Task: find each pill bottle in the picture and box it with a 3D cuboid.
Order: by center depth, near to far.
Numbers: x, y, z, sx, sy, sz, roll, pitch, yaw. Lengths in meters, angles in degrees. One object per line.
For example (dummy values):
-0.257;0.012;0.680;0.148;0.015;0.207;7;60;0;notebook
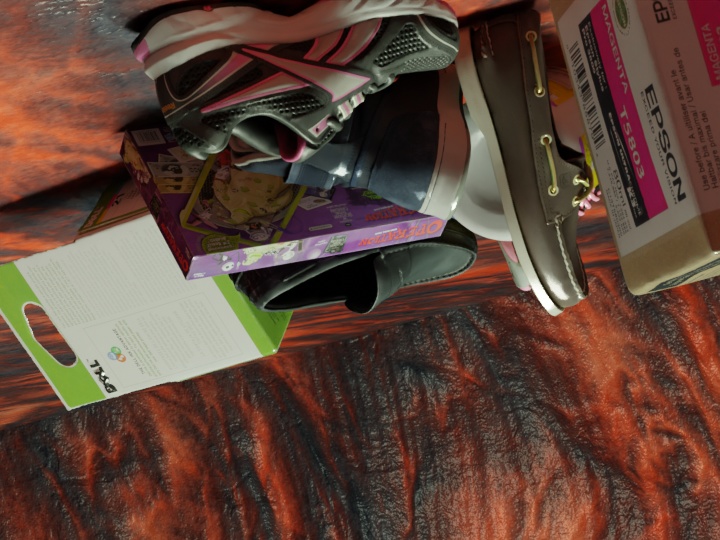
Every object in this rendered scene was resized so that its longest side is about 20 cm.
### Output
0.126;-0.090;1.324;0.104;0.104;0.200;-16;-173;22;pill bottle

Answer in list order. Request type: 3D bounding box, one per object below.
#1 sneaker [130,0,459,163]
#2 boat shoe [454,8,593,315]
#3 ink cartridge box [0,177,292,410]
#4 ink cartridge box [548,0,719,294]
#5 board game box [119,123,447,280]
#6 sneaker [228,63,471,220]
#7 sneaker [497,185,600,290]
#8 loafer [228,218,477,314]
-0.032;-0.104;1.040;0.200;0.086;0.080;-11;175;-28;sneaker
0.116;-0.069;1.186;0.059;0.200;0.072;-17;-169;12;boat shoe
-0.172;0.011;1.413;0.200;0.148;0.076;-16;-151;26;ink cartridge box
0.178;-0.098;1.029;0.075;0.200;0.165;-14;173;-8;ink cartridge box
-0.051;-0.059;1.254;0.200;0.120;0.032;-10;139;-30;board game box
-0.009;-0.102;1.186;0.146;0.077;0.202;12;-161;-6;sneaker
0.156;-0.065;1.450;0.095;0.079;0.200;-9;-140;18;sneaker
0.000;0.000;1.289;0.200;0.070;0.068;-3;142;-33;loafer
